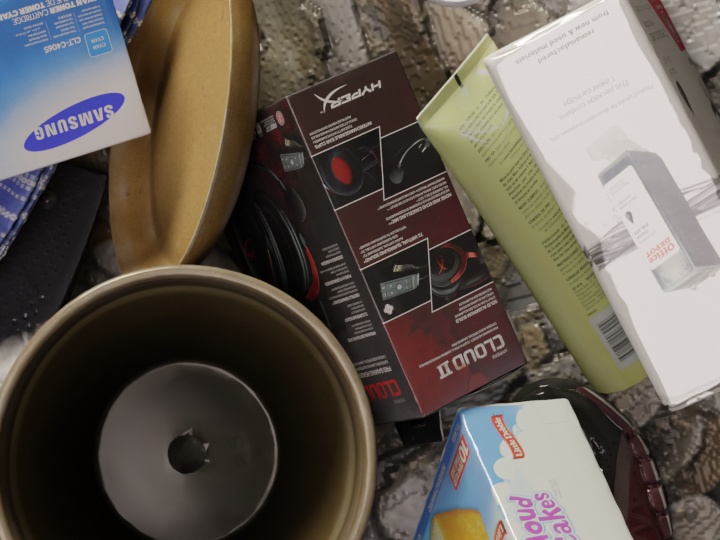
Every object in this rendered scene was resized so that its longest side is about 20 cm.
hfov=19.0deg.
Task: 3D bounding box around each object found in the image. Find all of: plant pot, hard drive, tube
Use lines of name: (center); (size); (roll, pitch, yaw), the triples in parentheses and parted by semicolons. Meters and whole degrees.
plant pot: (-0.096, -0.086, 1.183); (0.027, 0.200, 0.202); (7, 104, -23)
hard drive: (-0.236, 0.020, 1.248); (0.134, 0.042, 0.201); (16, 66, 12)
tube: (0.099, -0.025, 1.157); (0.052, 0.058, 0.201); (-30, 113, 9)
plant pot: (-0.096, 0.103, 1.167); (0.198, 0.174, 0.202); (0, 86, -5)

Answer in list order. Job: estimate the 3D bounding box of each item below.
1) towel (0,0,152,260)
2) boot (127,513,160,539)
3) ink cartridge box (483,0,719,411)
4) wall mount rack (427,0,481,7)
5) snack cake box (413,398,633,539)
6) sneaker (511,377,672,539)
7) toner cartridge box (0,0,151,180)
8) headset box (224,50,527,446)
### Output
towel: (-0.218, -0.111, 1.239); (0.144, 0.024, 0.201); (29, 89, 25)
boot: (-0.191, 0.130, 1.285); (0.156, 0.079, 0.213); (-4, 103, 19)
ink cartridge box: (0.155, -0.043, 1.122); (0.084, 0.146, 0.201); (-26, 92, 16)
wall mount rack: (0.037, -0.250, 1.145); (0.173, 0.075, 0.201); (-29, 111, 21)
snack cake box: (0.077, 0.178, 1.152); (0.067, 0.116, 0.201); (-3, 136, -19)
sneaker: (0.135, 0.158, 1.178); (0.075, 0.115, 0.201); (-28, 91, 18)
toner cartridge box: (-0.222, -0.091, 1.165); (0.198, 0.043, 0.096); (-19, 104, -11)
headset box: (0.000, 0.000, 1.170); (0.075, 0.148, 0.201); (-25, 94, -26)
